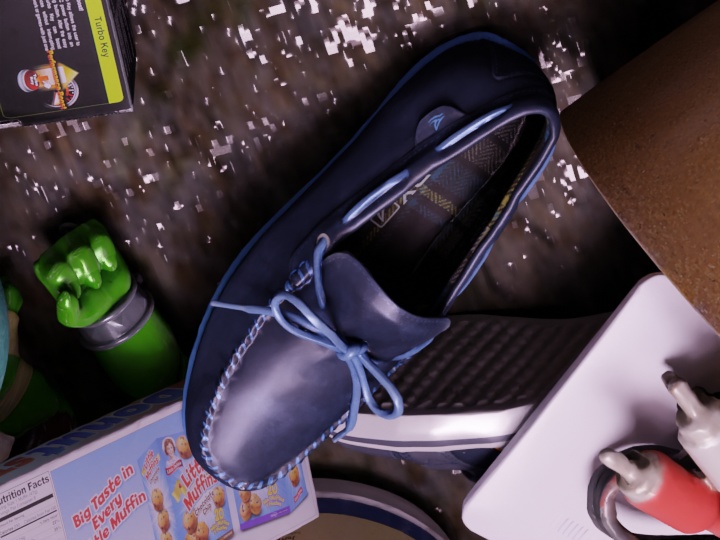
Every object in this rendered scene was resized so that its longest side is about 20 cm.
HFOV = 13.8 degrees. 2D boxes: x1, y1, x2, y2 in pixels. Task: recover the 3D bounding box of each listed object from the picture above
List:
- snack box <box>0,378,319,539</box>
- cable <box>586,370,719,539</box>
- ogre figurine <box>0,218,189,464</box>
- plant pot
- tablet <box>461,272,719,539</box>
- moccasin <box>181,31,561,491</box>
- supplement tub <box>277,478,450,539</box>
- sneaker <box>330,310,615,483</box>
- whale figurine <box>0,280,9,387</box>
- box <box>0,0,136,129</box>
[{"bbox_3d":[-0.094,0.095,1.135,0.024,0.200,0.072,0,107,43],"label":"snack box"},{"bbox_3d":[0.165,0.104,1.147,0.097,0.050,0.200,-44,116,9],"label":"cable"},{"bbox_3d":[-0.131,0.090,1.188,0.120,0.098,0.201,35,74,-32],"label":"ogre figurine"},{"bbox_3d":[0.204,-0.058,1.065,0.200,0.187,0.186,-45,118,12],"label":"plant pot"},{"bbox_3d":[0.152,0.092,1.175,0.199,0.014,0.130,29,109,-25],"label":"tablet"},{"bbox_3d":[0.000,0.000,1.113,0.080,0.068,0.201,26,102,-29],"label":"moccasin"},{"bbox_3d":[-0.019,0.199,1.217,0.144,0.200,0.145,-1,128,-2],"label":"supplement tub"},{"bbox_3d":[0.080,0.062,1.195,0.199,0.079,0.080,-6,122,-1],"label":"sneaker"},{"bbox_3d":[-0.203,0.038,1.138,0.103,0.160,0.200,-9,159,-34],"label":"whale figurine"},{"bbox_3d":[-0.190,-0.134,1.051,0.192,0.048,0.201,-10,127,2],"label":"box"}]
